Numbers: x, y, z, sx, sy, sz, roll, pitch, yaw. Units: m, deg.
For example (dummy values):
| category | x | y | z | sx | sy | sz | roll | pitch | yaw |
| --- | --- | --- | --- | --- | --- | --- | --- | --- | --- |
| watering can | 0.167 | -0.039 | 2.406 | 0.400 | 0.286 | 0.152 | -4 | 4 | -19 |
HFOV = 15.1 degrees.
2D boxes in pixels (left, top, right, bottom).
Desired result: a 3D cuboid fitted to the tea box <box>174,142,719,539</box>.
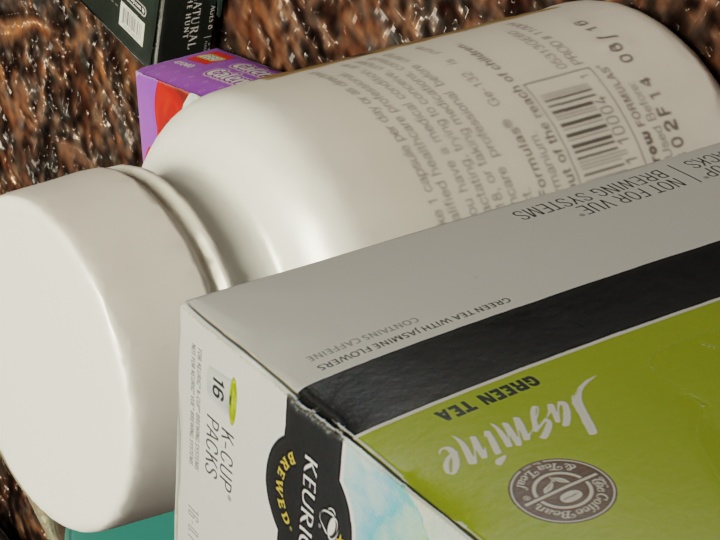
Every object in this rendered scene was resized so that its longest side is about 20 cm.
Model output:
| category | x | y | z | sx | sy | sz | roll | pitch | yaw |
| --- | --- | --- | --- | --- | --- | --- | --- | --- | --- |
| tea box | 0.090 | 0.078 | 0.636 | 0.197 | 0.200 | 0.134 | 36 | 133 | 45 |

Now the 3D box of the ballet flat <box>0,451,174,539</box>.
| category | x | y | z | sx | sy | sz | roll | pitch | yaw |
| --- | --- | --- | --- | --- | --- | --- | --- | --- | --- |
| ballet flat | -0.096 | 0.093 | 1.081 | 0.200 | 0.067 | 0.062 | 57 | 173 | 29 |

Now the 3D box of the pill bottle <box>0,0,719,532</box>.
| category | x | y | z | sx | sy | sz | roll | pitch | yaw |
| --- | --- | --- | --- | --- | --- | --- | --- | --- | --- |
| pill bottle | 0.000 | 0.000 | 0.737 | 0.114 | 0.200 | 0.115 | 30 | 128 | 48 |

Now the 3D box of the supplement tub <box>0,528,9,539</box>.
| category | x | y | z | sx | sy | sz | roll | pitch | yaw |
| --- | --- | --- | --- | --- | --- | --- | --- | --- | --- |
| supplement tub | -0.207 | 0.152 | 1.205 | 0.200 | 0.122 | 0.123 | 43 | 138 | 38 |

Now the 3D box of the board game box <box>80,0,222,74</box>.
| category | x | y | z | sx | sy | sz | roll | pitch | yaw |
| --- | --- | --- | --- | --- | --- | --- | --- | --- | --- |
| board game box | -0.108 | -0.179 | 0.981 | 0.200 | 0.028 | 0.135 | 46 | 139 | 37 |

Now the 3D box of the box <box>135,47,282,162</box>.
| category | x | y | z | sx | sy | sz | roll | pitch | yaw |
| --- | --- | --- | --- | --- | --- | --- | --- | --- | --- |
| box | -0.019 | 0.035 | 0.936 | 0.137 | 0.039 | 0.200 | 24 | 124 | 50 |
